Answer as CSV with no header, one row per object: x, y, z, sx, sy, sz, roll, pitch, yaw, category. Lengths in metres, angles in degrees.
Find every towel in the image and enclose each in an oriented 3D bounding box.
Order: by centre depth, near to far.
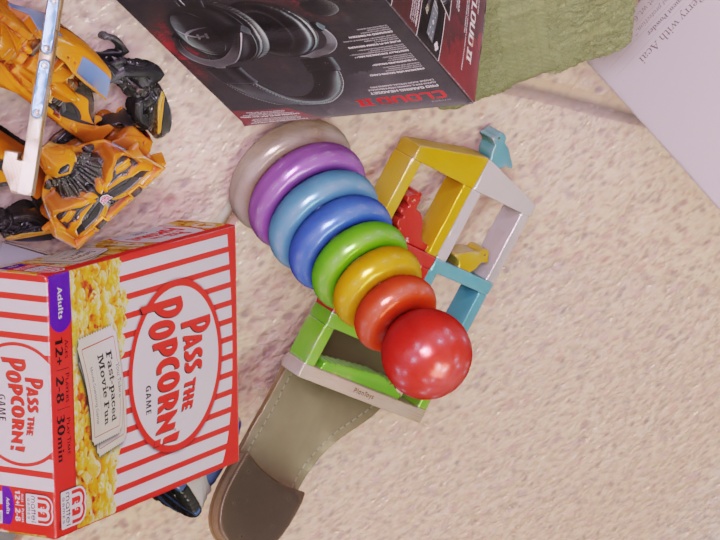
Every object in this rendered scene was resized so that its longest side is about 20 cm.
0.097,-0.165,1.559,0.148,0.037,0.200,-19,157,0,towel

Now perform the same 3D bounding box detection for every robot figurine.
-0.185,-0.077,1.451,0.145,0.058,0.200,-42,145,9,robot figurine

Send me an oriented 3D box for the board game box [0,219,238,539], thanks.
-0.142,0.059,1.536,0.200,0.046,0.152,-20,111,-59,board game box

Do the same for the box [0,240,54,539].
-0.224,0.108,1.532,0.156,0.041,0.200,89,18,-56,box

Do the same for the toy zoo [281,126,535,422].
0.041,-0.005,1.722,0.131,0.020,0.200,23,96,-47,toy zoo

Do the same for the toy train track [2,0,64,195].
-0.169,-0.140,1.342,0.032,0.115,0.201,8,93,-3,toy train track

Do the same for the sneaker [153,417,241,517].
-0.133,0.077,1.679,0.077,0.076,0.200,-53,149,-22,sneaker

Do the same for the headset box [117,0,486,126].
-0.030,-0.151,1.423,0.148,0.077,0.200,-3,154,25,headset box

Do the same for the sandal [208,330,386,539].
-0.046,0.098,1.771,0.078,0.070,0.212,42,69,-21,sandal

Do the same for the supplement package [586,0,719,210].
0.267,-0.101,1.695,0.121,0.200,0.120,-47,144,13,supplement package

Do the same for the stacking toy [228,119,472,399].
0.000,0.000,1.577,0.085,0.200,0.086,-23,143,-19,stacking toy
